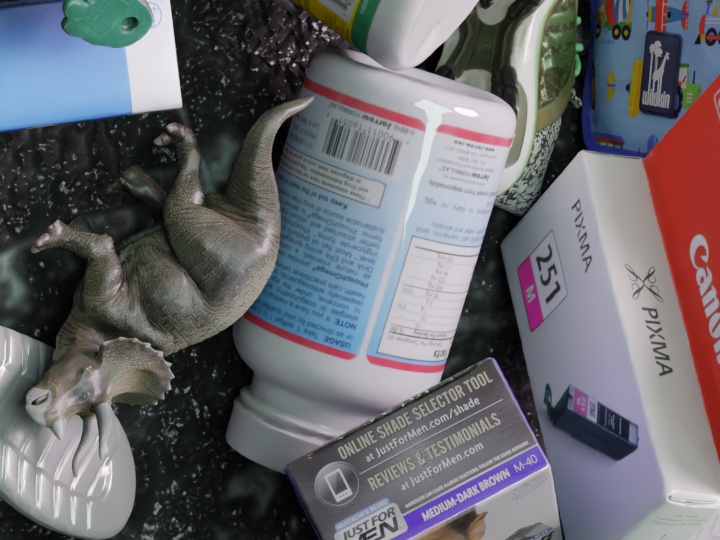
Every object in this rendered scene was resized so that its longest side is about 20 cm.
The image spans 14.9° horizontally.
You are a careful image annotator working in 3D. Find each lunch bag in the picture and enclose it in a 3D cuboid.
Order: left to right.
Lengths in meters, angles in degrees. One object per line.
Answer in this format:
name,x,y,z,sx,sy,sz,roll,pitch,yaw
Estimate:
lunch bag,0.182,-0.071,1.418,0.094,0.150,0.201,-11,100,-25

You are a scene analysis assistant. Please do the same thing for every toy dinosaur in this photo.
toy dinosaur,-0.089,-0.003,1.318,0.200,0.077,0.102,-40,88,-6

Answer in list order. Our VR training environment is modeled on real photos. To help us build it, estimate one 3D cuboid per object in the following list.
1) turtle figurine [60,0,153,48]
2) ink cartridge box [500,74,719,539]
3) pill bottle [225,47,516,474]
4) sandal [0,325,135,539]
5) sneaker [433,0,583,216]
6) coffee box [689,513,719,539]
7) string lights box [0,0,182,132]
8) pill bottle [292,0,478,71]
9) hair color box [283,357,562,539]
turtle figurine,-0.132,-0.193,1.252,0.100,0.200,0.150,6,122,-39
ink cartridge box,0.143,0.027,1.352,0.043,0.174,0.201,5,57,-25
pill bottle,0.000,0.000,1.354,0.108,0.109,0.201,13,99,-25
sandal,-0.186,0.063,1.309,0.202,0.050,0.083,38,54,-36
sneaker,0.088,-0.118,1.443,0.089,0.077,0.201,34,72,-54
coffee box,0.265,0.212,1.383,0.200,0.197,0.200,-57,148,-29
string lights box,-0.195,-0.090,1.274,0.199,0.103,0.059,-10,96,-25
pill bottle,-0.029,-0.195,1.315,0.200,0.113,0.113,36,73,11
hair color box,0.035,0.117,1.318,0.109,0.200,0.065,-28,70,-3
